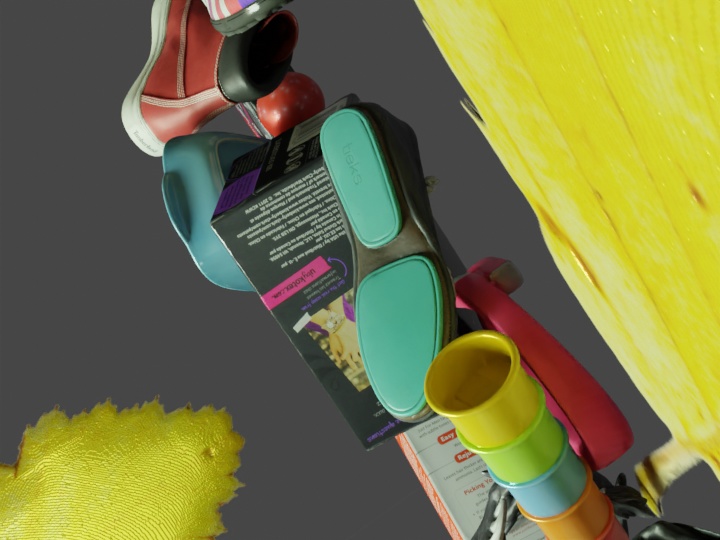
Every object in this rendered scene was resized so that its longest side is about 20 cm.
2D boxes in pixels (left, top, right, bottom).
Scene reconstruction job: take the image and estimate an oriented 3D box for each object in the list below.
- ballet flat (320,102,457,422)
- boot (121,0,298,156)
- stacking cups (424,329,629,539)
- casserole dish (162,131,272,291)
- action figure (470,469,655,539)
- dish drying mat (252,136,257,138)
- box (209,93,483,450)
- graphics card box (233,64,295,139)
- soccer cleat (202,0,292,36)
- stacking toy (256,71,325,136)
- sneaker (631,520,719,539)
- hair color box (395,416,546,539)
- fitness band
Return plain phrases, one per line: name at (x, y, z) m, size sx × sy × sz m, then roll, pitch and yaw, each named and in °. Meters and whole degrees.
ballet flat at (0.028, -0.007, 1.047) m, size 0.073 × 0.073 × 0.201 m, roll 74°, pitch -178°, yaw -77°
boot at (-0.093, -0.186, 1.296) m, size 0.072 × 0.144 × 0.201 m, roll 42°, pitch -139°, yaw -31°
stacking cups at (0.111, 0.115, 1.027) m, size 0.200 × 0.060 × 0.061 m, roll 50°, pitch 180°, yaw -39°
casserole dish at (-0.072, -0.047, 1.268) m, size 0.200 × 0.039 × 0.122 m, roll 4°, pitch -115°, yaw -61°
action figure at (0.135, 0.174, 1.184) m, size 0.200 × 0.118 × 0.103 m, roll 54°, pitch -135°, yaw -86°
dish drying mat at (-0.069, -0.058, 1.433) m, size 0.200 × 0.018 × 0.077 m, roll -114°, pitch 2°, yaw -71°
box at (0.000, 0.000, 1.183) m, size 0.200 × 0.106 × 0.122 m, roll 57°, pitch -163°, yaw -19°
graphics card box at (-0.091, -0.165, 1.510) m, size 0.126 × 0.051 × 0.200 m, roll 56°, pitch 175°, yaw -3°
soccer cleat at (-0.079, -0.196, 1.068) m, size 0.073 × 0.068 × 0.200 m, roll 61°, pitch 176°, yaw -19°
stacking toy at (-0.031, -0.074, 1.395) m, size 0.200 × 0.085 × 0.085 m, roll 64°, pitch 172°, yaw -33°
sneaker at (0.204, 0.214, 0.932) m, size 0.111 × 0.077 × 0.200 m, roll 47°, pitch -172°, yaw -33°
hair color box at (0.103, 0.160, 1.341) m, size 0.200 × 0.101 × 0.061 m, roll 60°, pitch 172°, yaw 29°
fitness band at (0.112, 0.058, 1.088) m, size 0.144 × 0.037 × 0.200 m, roll 53°, pitch 177°, yaw -5°
